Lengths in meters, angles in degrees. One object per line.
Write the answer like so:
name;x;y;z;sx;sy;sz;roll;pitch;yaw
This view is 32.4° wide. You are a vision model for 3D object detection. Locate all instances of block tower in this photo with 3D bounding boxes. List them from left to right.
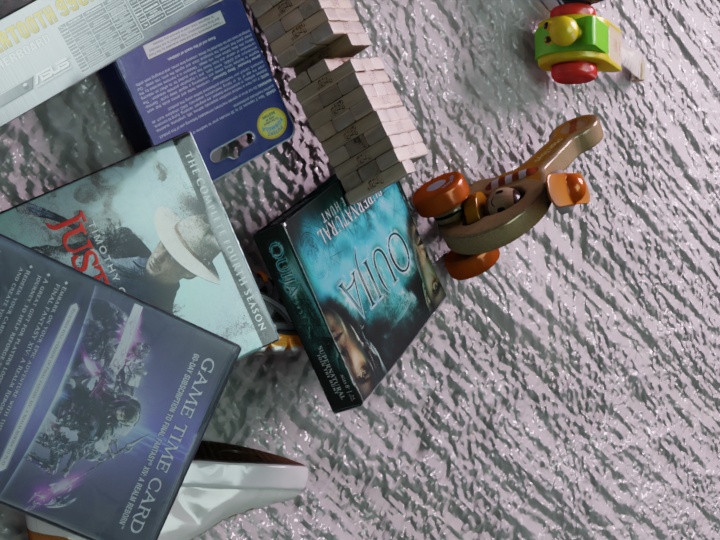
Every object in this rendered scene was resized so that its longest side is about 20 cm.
block tower;-0.021;-0.151;0.900;0.058;0.054;0.202;-21;84;-61

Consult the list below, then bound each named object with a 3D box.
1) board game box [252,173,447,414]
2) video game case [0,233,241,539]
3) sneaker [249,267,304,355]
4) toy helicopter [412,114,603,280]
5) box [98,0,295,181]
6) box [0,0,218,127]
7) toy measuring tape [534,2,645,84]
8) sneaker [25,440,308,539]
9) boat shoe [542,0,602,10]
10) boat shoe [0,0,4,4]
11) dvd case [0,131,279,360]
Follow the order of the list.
board game box;0.000;0.000;0.905;0.137;0.028;0.200;66;27;-11
video game case;-0.189;0.070;0.738;0.198;0.019;0.144;26;84;-14
sneaker;-0.097;0.021;0.850;0.198;0.078;0.078;5;79;-39
toy helicopter;0.147;-0.076;1.025;0.200;0.131;0.079;-42;112;-34
box;-0.130;-0.162;0.861;0.121;0.032;0.202;-33;106;-36
box;-0.197;-0.118;0.701;0.199;0.158;0.049;-37;109;-25
toy measuring tape;0.207;-0.202;1.147;0.199;0.073;0.075;5;83;-62
sneaker;-0.128;0.160;0.823;0.198;0.073;0.086;3;93;-32
boat shoe;0.169;-0.319;1.089;0.200;0.090;0.071;48;59;-27
boat shoe;-0.196;-0.204;0.709;0.070;0.200;0.070;-1;50;-51
dvd case;-0.167;0.020;0.763;0.198;0.022;0.148;-25;96;-15
